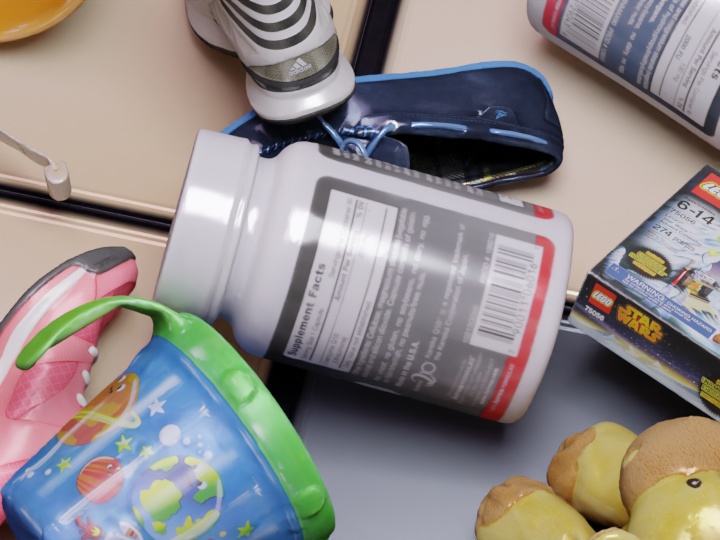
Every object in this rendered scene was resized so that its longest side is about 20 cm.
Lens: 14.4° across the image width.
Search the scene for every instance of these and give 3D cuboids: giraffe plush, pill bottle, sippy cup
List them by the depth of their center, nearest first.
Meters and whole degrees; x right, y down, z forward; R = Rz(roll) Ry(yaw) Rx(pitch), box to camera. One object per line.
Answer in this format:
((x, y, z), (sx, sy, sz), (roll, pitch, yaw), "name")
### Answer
((0.155, 0.140, 1.383), (0.172, 0.162, 0.200), (-29, 66, -15), "giraffe plush")
((-0.102, 0.112, 1.412), (0.130, 0.140, 0.178), (-35, 67, -15), "sippy cup")
((0.000, 0.000, 1.464), (0.199, 0.114, 0.115), (15, 63, -5), "pill bottle")
((0.201, -0.131, 1.547), (0.200, 0.120, 0.120), (35, 68, 15), "pill bottle")

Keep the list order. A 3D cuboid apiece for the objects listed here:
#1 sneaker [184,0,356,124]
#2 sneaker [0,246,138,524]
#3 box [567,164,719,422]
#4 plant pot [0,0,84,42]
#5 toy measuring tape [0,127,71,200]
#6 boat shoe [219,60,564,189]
((-0.058, -0.170, 1.531), (0.075, 0.116, 0.201), (-21, 32, -8), "sneaker")
((-0.169, 0.077, 1.479), (0.087, 0.074, 0.200), (38, 72, 3), "sneaker")
((0.225, 0.037, 1.476), (0.199, 0.040, 0.137), (34, 40, 15), "box")
((-0.212, -0.261, 1.584), (0.199, 0.201, 0.184), (11, 48, 5), "plant pot")
((-0.252, -0.077, 1.547), (0.199, 0.074, 0.074), (32, 67, 16), "toy measuring tape")
((0.014, -0.064, 1.531), (0.199, 0.084, 0.069), (-17, 53, -6), "boat shoe")
